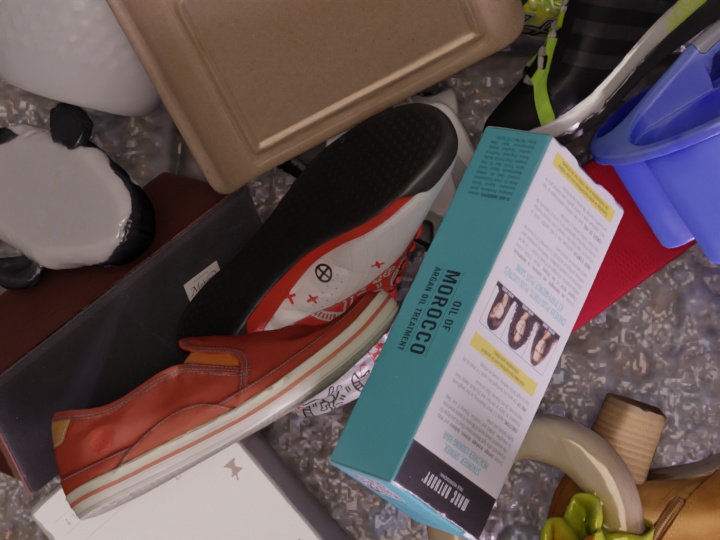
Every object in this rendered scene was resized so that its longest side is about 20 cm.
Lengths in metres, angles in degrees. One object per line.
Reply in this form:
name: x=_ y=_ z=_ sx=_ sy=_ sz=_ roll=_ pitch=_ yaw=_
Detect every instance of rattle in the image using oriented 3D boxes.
rattle: x=0.054 y=0.126 z=0.978 sx=0.200 sy=0.143 sz=0.130 roll=46 pitch=128 yaw=9

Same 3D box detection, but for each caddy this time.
caddy: x=0.221 y=-0.092 z=0.972 sx=0.199 sy=0.141 sz=0.106 roll=-31 pitch=103 yaw=-8

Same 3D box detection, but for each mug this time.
mug: x=-0.116 y=-0.177 z=1.013 sx=0.198 sy=0.148 sz=0.177 roll=12 pitch=101 yaw=-24

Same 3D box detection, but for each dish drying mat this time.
dish drying mat: x=0.136 y=-0.021 z=1.030 sx=0.199 sy=0.018 sz=0.077 roll=-34 pitch=99 yaw=-17

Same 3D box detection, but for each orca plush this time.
orca plush: x=-0.183 y=-0.033 z=1.026 sx=0.198 sy=0.071 sz=0.106 roll=-3 pitch=74 yaw=33

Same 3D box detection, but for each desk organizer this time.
desk organizer: x=-0.145 y=0.028 z=1.011 sx=0.200 sy=0.077 sz=0.072 roll=-40 pitch=125 yaw=-30

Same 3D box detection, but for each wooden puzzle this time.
wooden puzzle: x=-0.030 y=-0.161 z=0.946 sx=0.199 sy=0.037 sz=0.186 roll=-29 pitch=120 yaw=-2

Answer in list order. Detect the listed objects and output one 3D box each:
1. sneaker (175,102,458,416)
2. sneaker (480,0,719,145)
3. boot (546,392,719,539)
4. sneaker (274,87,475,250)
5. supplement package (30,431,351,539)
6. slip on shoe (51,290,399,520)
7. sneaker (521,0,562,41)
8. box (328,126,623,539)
sneaker: x=-0.001 y=0.000 z=0.996 sx=0.201 sy=0.108 sz=0.067 roll=-44 pitch=45 yaw=15
sneaker: x=0.130 y=-0.145 z=0.979 sx=0.200 sy=0.072 sz=0.083 roll=-41 pitch=107 yaw=16
boot: x=0.204 y=0.168 z=1.036 sx=0.199 sy=0.071 sz=0.145 roll=19 pitch=96 yaw=7
sneaker: x=0.012 y=-0.075 z=1.038 sx=0.199 sy=0.074 sz=0.089 roll=27 pitch=89 yaw=-9
supplement package: x=-0.072 y=0.168 z=1.014 sx=0.117 sy=0.117 sz=0.200 roll=-41 pitch=89 yaw=-1
slip on shoe: x=-0.070 y=0.057 z=0.930 sx=0.199 sy=0.074 sz=0.062 roll=-28 pitch=83 yaw=-9
sneaker: x=0.085 y=-0.163 z=1.024 sx=0.198 sy=0.076 sz=0.076 roll=2 pitch=108 yaw=6
box: x=0.064 y=0.032 z=0.947 sx=0.049 sy=0.082 sz=0.201 roll=12 pitch=71 yaw=45
